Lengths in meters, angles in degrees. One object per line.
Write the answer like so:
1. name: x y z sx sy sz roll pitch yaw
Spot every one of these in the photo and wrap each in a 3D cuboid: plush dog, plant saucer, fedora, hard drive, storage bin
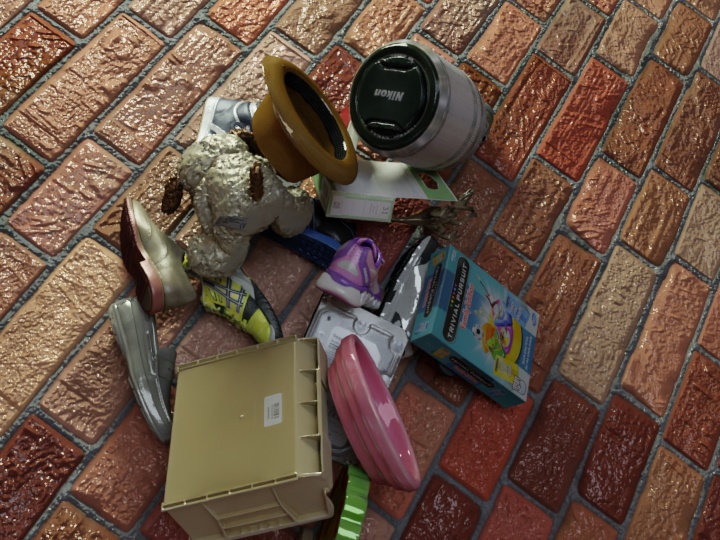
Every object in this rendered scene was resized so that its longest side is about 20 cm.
1. plush dog: -0.179 -0.116 1.072 0.198 0.162 0.171 -34 57 -24
2. plant saucer: 0.012 0.180 0.981 0.050 0.201 0.204 -24 75 4
3. fedora: -0.084 -0.182 1.047 0.200 0.081 0.203 44 25 -27
4. hard drive: -0.030 0.149 1.093 0.137 0.038 0.204 26 80 -5
5. storage bin: -0.127 0.199 0.960 0.194 0.095 0.203 -14 45 10

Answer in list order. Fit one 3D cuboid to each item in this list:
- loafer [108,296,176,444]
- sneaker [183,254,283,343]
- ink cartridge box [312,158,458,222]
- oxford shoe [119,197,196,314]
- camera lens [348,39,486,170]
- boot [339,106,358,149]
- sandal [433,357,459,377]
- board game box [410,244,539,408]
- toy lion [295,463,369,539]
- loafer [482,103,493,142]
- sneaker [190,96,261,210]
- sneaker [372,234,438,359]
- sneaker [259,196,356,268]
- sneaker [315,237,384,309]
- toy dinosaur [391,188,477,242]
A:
1. loafer: -0.271 0.125 1.043 0.068 0.070 0.204 -19 74 -14
2. sneaker: -0.177 0.044 1.113 0.076 0.076 0.201 -36 73 -15
3. ink cartridge box: 0.033 -0.123 1.211 0.195 0.049 0.146 6 28 -16
4. oxford shoe: -0.281 -0.022 1.094 0.073 0.071 0.202 -5 51 -31
5. camera lens: 0.087 -0.236 1.175 0.199 0.158 0.163 5 57 -60
6. boot: -0.070 -0.216 1.198 0.141 0.074 0.201 20 30 -4
7. sandal: 0.128 0.073 1.204 0.074 0.045 0.204 25 49 -30
8. board game box: 0.172 0.083 1.164 0.198 0.047 0.154 35 53 -25
9. toy lion: -0.036 0.340 0.940 0.067 0.194 0.202 19 40 -6
10. loafer: 0.134 -0.260 1.323 0.195 0.076 0.071 10 49 -13
11. sneaker: -0.187 -0.171 1.181 0.105 0.071 0.205 2 63 4
12. sneaker: 0.074 0.041 1.190 0.079 0.074 0.203 30 71 -7
13. sneaker: -0.097 -0.081 1.191 0.197 0.070 0.079 32 49 -2
14. sneaker: 0.000 0.000 1.109 0.079 0.200 0.090 24 91 9
15. toy dinosaur: 0.112 -0.081 1.241 0.196 0.101 0.060 -14 112 -29
